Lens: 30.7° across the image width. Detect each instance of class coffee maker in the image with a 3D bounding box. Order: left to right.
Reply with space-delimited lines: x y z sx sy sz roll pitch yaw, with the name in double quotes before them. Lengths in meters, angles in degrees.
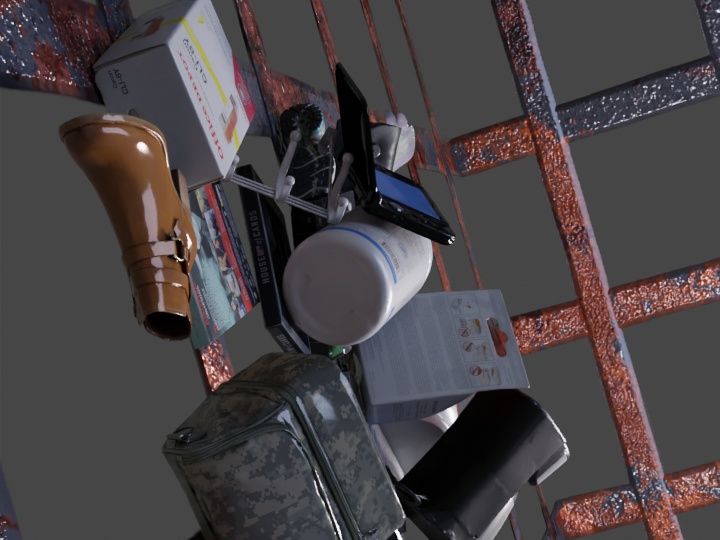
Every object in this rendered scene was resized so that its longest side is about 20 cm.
"coffee maker" 0.145 0.237 1.589 0.134 0.200 0.192 34 -16 29

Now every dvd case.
"dvd case" -0.157 -0.013 1.345 0.200 0.022 0.147 -52 125 -76
"dvd case" -0.100 -0.003 1.524 0.150 0.025 0.202 61 15 -67

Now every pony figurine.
"pony figurine" 0.003 -0.129 1.935 0.194 0.165 0.202 68 26 -58

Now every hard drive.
"hard drive" -0.039 0.005 1.657 0.140 0.037 0.202 -25 111 -67

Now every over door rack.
"over door rack" -0.086 -0.144 1.498 0.147 0.067 0.201 21 29 -18

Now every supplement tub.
"supplement tub" 0.000 0.000 1.521 0.200 0.131 0.133 -37 110 -69
"supplement tub" 0.056 0.165 1.747 0.201 0.143 0.145 -92 160 -50

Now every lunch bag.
"lunch bag" -0.076 0.196 1.168 0.167 0.139 0.202 -33 110 -33

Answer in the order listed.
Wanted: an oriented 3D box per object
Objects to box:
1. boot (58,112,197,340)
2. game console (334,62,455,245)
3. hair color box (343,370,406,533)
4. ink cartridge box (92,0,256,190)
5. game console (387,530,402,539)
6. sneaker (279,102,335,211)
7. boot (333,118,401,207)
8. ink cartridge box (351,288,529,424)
"boot" -0.196 -0.034 1.127 0.200 0.076 0.157 63 19 -66
"game console" 0.038 -0.139 1.539 0.175 0.117 0.200 22 17 -18
"hair color box" -0.004 0.230 1.603 0.099 0.060 0.201 -91 161 -50
"ink cartridge box" -0.180 -0.177 1.310 0.200 0.083 0.146 -79 150 -64
"game console" -0.020 0.322 1.316 0.118 0.170 0.201 44 -18 57
"sneaker" -0.063 -0.135 1.777 0.087 0.077 0.201 70 14 -46
"boot" 0.032 -0.105 1.831 0.066 0.163 0.202 -171 -94 -68
"ink cartridge box" 0.091 0.102 1.609 0.048 0.198 0.161 97 -15 -48
